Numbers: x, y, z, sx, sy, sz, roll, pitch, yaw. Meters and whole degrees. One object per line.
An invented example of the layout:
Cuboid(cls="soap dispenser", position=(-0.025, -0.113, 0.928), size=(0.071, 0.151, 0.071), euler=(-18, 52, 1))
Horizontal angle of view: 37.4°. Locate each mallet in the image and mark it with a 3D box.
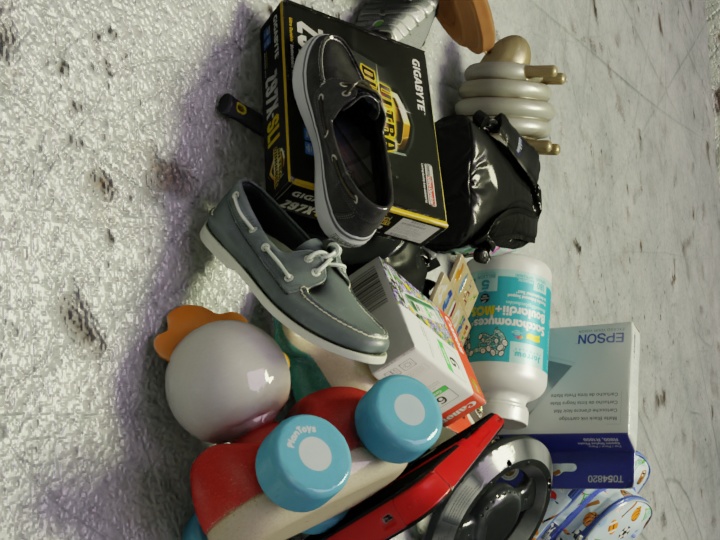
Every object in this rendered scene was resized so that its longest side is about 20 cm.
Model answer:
Cuboid(cls="mallet", position=(-0.059, -0.124, 0.983), size=(0.200, 0.041, 0.066), euler=(36, 56, -49))

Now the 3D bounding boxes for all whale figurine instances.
Cuboid(cls="whale figurine", position=(-0.025, 0.107, 0.951), size=(0.200, 0.104, 0.159), euler=(47, 18, -30))

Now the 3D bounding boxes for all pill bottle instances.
Cuboid(cls="pill bottle", position=(0.172, 0.087, 1.284), size=(0.111, 0.111, 0.200), euler=(34, 56, -54))

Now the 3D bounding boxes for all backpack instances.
Cuboid(cls="backpack", position=(0.279, 0.288, 1.352), size=(0.191, 0.154, 0.200), euler=(-57, 147, 3))
Cuboid(cls="backpack", position=(0.132, -0.088, 1.226), size=(0.200, 0.127, 0.167), euler=(10, 86, -60))

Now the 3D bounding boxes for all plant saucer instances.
Cuboid(cls="plant saucer", position=(0.091, -0.333, 1.192), size=(0.200, 0.032, 0.200), euler=(62, -2, 3))

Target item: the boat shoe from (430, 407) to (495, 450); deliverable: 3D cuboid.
Cuboid(cls="boat shoe", position=(0.113, 0.181, 1.195), size=(0.060, 0.072, 0.200), euler=(-66, 148, -33))

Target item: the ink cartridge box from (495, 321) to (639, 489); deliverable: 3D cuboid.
Cuboid(cls="ink cartridge box", position=(0.239, 0.165, 1.303), size=(0.041, 0.200, 0.200), euler=(41, 49, -50))

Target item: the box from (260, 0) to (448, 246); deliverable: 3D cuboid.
Cuboid(cls="box", position=(-0.008, -0.131, 0.949), size=(0.160, 0.049, 0.200), euler=(13, 56, -28))

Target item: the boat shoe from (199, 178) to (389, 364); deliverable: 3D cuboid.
Cuboid(cls="boat shoe", position=(-0.047, -0.002, 0.824), size=(0.073, 0.200, 0.062), euler=(6, 118, -55))

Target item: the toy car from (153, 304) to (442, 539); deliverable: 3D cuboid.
Cuboid(cls="toy car", position=(-0.074, 0.101, 0.815), size=(0.177, 0.184, 0.200), euler=(-18, 69, -39))

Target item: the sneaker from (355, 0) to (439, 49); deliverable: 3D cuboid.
Cuboid(cls="sneaker", position=(0.035, -0.223, 1.142), size=(0.200, 0.075, 0.116), euler=(-53, 140, -44))

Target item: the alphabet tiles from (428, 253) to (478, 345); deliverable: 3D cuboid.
Cuboid(cls="alphabet tiles", position=(0.086, 0.077, 1.152), size=(0.166, 0.006, 0.200), euler=(-65, 160, -12))

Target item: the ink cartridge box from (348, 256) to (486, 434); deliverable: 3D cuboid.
Cuboid(cls="ink cartridge box", position=(0.065, 0.080, 0.984), size=(0.200, 0.050, 0.109), euler=(39, 23, -46))

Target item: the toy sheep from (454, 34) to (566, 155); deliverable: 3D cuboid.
Cuboid(cls="toy sheep", position=(0.182, -0.193, 1.327), size=(0.138, 0.138, 0.200), euler=(6, 89, -60))

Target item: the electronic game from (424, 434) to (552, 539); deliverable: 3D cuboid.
Cuboid(cls="electronic game", position=(0.148, 0.277, 1.207), size=(0.200, 0.042, 0.200), euler=(-23, 128, -33))

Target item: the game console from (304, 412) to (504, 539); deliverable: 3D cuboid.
Cuboid(cls="game console", position=(0.025, 0.205, 0.931), size=(0.031, 0.200, 0.177), euler=(56, 30, 6))

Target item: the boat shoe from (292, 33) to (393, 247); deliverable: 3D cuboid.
Cuboid(cls="boat shoe", position=(-0.008, -0.119, 0.861), size=(0.070, 0.066, 0.200), euler=(14, 57, -30))

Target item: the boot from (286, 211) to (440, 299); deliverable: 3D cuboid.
Cuboid(cls="boot", position=(-0.001, 0.000, 1.018), size=(0.198, 0.073, 0.163), euler=(-30, 133, -39))
